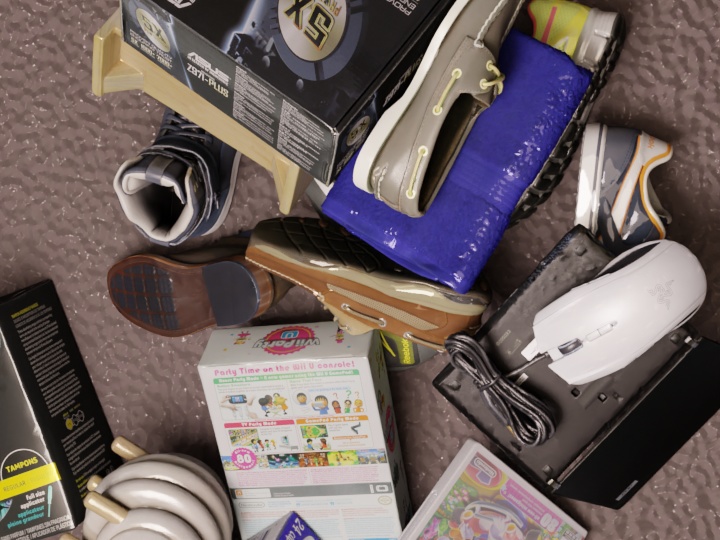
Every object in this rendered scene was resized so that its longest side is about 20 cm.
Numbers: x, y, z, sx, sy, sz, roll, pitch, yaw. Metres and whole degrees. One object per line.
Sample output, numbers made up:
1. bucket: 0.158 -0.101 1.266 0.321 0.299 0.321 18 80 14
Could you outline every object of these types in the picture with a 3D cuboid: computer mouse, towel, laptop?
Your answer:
1. computer mouse: 0.169 0.047 1.292 0.199 0.044 0.110 -35 93 16
2. towel: 0.076 -0.095 1.326 0.147 0.049 0.201 31 91 27
3. laptop: 0.191 0.083 1.373 0.200 0.103 0.178 42 106 -1

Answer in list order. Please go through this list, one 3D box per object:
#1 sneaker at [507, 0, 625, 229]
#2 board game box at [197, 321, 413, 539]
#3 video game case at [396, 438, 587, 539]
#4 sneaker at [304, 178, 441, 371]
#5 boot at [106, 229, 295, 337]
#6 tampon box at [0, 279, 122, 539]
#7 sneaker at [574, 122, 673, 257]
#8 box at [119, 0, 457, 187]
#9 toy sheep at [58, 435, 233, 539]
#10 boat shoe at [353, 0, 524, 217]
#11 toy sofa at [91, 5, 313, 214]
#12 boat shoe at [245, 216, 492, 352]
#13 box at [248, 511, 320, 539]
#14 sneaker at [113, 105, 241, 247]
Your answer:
1. sneaker: 0.134 -0.127 1.377 0.090 0.078 0.202 28 99 15
2. board game box: -0.042 0.146 1.439 0.146 0.064 0.202 -4 119 13
3. video game case: 0.083 0.259 1.412 0.143 0.018 0.201 39 83 -25
4. sneaker: 0.000 0.000 1.425 0.084 0.074 0.201 -36 90 17
5. boot: -0.126 0.009 1.468 0.198 0.096 0.076 2 107 42
6. tampon box: -0.321 0.134 1.500 0.148 0.126 0.202 -20 95 16
7. sneaker: 0.205 -0.014 1.372 0.078 0.078 0.203 7 106 5
8. box: -0.053 -0.192 1.270 0.199 0.086 0.164 36 67 9
9. toy sheep: -0.171 0.216 1.413 0.136 0.201 0.139 4 118 8
10. boat shoe: 0.072 -0.134 1.272 0.060 0.072 0.203 34 94 20
11. toy sofa: -0.105 -0.144 1.336 0.199 0.083 0.098 33 63 7
12. boat shoe: 0.003 0.017 1.360 0.198 0.076 0.075 18 117 7
13. box: -0.070 0.343 1.455 0.183 0.105 0.200 -36 103 28
14. sneaker: -0.139 -0.119 1.402 0.076 0.146 0.205 11 101 13
